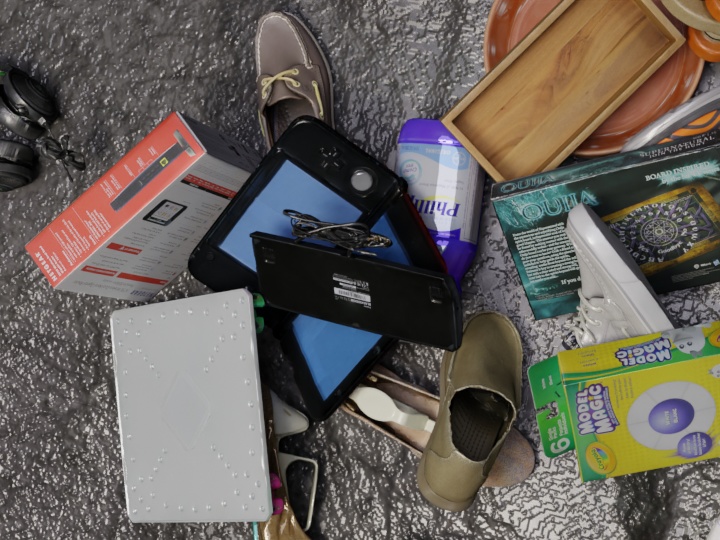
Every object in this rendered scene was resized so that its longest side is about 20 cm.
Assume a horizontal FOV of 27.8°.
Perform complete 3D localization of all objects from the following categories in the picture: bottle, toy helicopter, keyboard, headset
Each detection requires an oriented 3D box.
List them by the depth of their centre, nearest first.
[{"bbox_3d":[0.000,0.000,1.230,0.199,0.040,0.105,13,128,26],"label":"keyboard"},{"bbox_3d":[0.336,-0.283,1.246,0.199,0.079,0.133,-33,74,-12],"label":"toy helicopter"},{"bbox_3d":[0.065,-0.034,1.309,0.083,0.065,0.202,7,87,22],"label":"bottle"},{"bbox_3d":[-0.349,-0.137,1.422,0.199,0.094,0.124,23,91,28],"label":"headset"}]

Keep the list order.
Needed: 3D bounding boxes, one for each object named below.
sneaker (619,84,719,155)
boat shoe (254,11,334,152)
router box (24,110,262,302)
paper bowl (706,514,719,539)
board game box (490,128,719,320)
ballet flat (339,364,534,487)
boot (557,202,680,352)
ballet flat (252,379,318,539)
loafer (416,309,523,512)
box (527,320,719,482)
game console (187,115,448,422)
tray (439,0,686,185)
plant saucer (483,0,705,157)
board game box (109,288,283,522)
[{"bbox_3d":[0.325,-0.105,1.223,0.199,0.078,0.113,-26,90,5],"label":"sneaker"},{"bbox_3d":[-0.063,-0.153,1.360,0.071,0.059,0.202,-14,81,15],"label":"boat shoe"},{"bbox_3d":[-0.181,-0.051,1.311,0.179,0.200,0.049,-40,77,8],"label":"router box"},{"bbox_3d":[0.375,0.256,1.172,0.199,0.104,0.203,-1,85,16],"label":"paper bowl"},{"bbox_3d":[0.225,-0.036,1.235,0.198,0.028,0.136,-13,122,18],"label":"board game box"},{"bbox_3d":[0.059,0.140,1.293,0.199,0.067,0.069,22,91,16],"label":"ballet flat"},{"bbox_3d":[0.204,0.042,1.220,0.095,0.074,0.200,-33,113,13],"label":"boot"},{"bbox_3d":[-0.077,0.173,1.335,0.072,0.068,0.202,-11,81,-6],"label":"ballet flat"},{"bbox_3d":[0.105,0.111,1.240,0.076,0.068,0.201,24,52,-11],"label":"loafer"},{"bbox_3d":[0.244,0.109,1.208,0.198,0.049,0.118,-11,126,8],"label":"box"},{"bbox_3d":[-0.044,-0.001,1.275,0.172,0.119,0.200,34,117,-14],"label":"game console"},{"bbox_3d":[0.173,-0.164,1.256,0.200,0.037,0.099,-44,96,4],"label":"tray"},{"bbox_3d":[0.210,-0.200,1.303,0.198,0.032,0.202,-2,83,15],"label":"plant saucer"},{"bbox_3d":[-0.151,0.127,1.327,0.199,0.026,0.202,-10,84,43],"label":"board game box"}]
